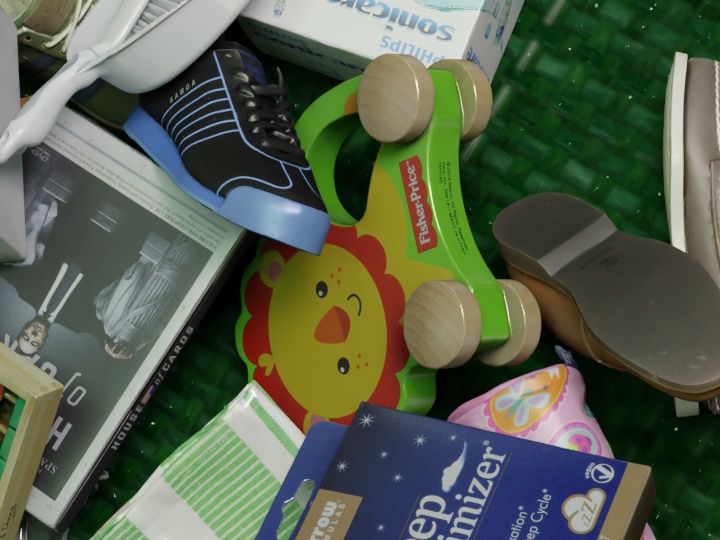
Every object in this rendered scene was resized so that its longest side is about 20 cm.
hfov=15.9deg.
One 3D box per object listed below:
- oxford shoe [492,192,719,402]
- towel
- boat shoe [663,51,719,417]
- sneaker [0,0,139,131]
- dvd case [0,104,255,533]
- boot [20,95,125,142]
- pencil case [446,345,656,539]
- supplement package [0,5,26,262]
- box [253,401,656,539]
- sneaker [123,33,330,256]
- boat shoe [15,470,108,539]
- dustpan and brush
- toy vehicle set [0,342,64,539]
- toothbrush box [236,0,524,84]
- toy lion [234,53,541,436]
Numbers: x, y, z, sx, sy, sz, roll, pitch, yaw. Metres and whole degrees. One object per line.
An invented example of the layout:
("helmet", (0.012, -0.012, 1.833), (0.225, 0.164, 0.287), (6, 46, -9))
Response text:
("oxford shoe", (0.144, 0.026, 1.381), (0.071, 0.072, 0.200), (-27, 33, -14))
("towel", (-0.081, 0.181, 1.429), (0.200, 0.023, 0.153), (-44, 90, 5))
("boat shoe", (0.197, -0.021, 1.416), (0.059, 0.072, 0.202), (-2, 79, 8))
("sneaker", (-0.171, -0.140, 1.529), (0.199, 0.090, 0.067), (26, 82, 19))
("dvd case", (-0.170, 0.023, 1.449), (0.150, 0.025, 0.201), (32, 86, 20))
("boot", (-0.222, -0.044, 1.538), (0.200, 0.071, 0.145), (32, 92, 22))
("pencil case", (0.121, 0.148, 1.387), (0.087, 0.087, 0.201), (-27, 70, 6))
("supplement package", (-0.302, -0.086, 1.391), (0.198, 0.191, 0.148), (-8, 73, 8))
("box", (0.039, 0.135, 1.329), (0.198, 0.033, 0.122), (10, 54, 24))
("sneaker", (-0.067, -0.077, 1.424), (0.200, 0.070, 0.078), (39, 105, 50))
("boat shoe", (-0.182, 0.101, 1.481), (0.071, 0.070, 0.203), (-10, 70, 18))
("dustpan and brush", (-0.132, -0.127, 1.434), (0.139, 0.057, 0.201), (1, 55, 56))
("toy vehicle set", (-0.245, 0.119, 1.432), (0.124, 0.026, 0.201), (30, 115, 21))
("toothbrush box", (0.031, -0.206, 1.497), (0.145, 0.085, 0.201), (19, 81, 17))
("toy lion", (0.000, 0.000, 1.429), (0.191, 0.068, 0.202), (-20, 77, 42))
